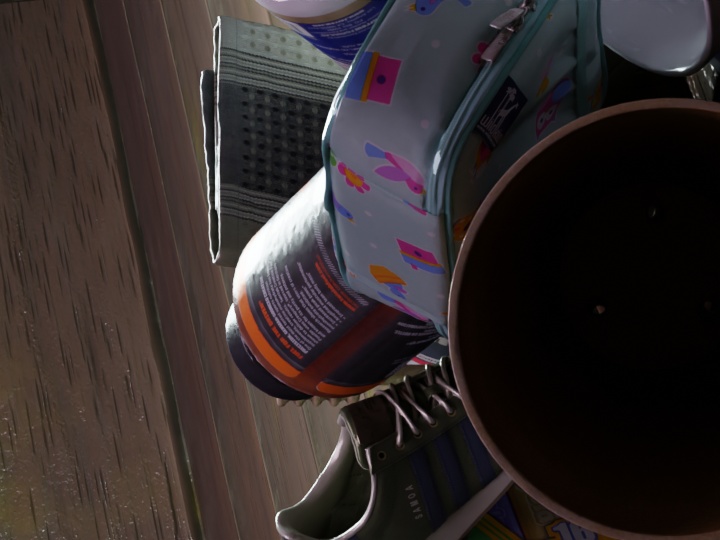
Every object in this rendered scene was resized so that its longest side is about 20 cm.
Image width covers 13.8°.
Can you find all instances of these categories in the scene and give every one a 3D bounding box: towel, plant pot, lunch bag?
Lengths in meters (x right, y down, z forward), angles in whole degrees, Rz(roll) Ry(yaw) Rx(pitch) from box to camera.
[{"bbox_3d":[-0.004,-0.061,1.829,0.035,0.199,0.193,125,151,-49],"label":"towel"},{"bbox_3d":[0.136,0.012,1.328,0.200,0.185,0.187,-54,-41,-83],"label":"plant pot"},{"bbox_3d":[0.054,-0.073,1.349,0.161,0.077,0.200,-54,-17,-21],"label":"lunch bag"}]

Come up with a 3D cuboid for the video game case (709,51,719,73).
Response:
[{"bbox_3d":[0.162,-0.179,1.421,0.200,0.018,0.144,-120,26,-65],"label":"video game case"}]

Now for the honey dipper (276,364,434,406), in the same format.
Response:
[{"bbox_3d":[0.052,0.058,1.673,0.038,0.199,0.038,179,90,-87],"label":"honey dipper"}]

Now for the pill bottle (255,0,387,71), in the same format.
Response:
[{"bbox_3d":[0.013,-0.175,1.766,0.200,0.115,0.116,32,-138,-59],"label":"pill bottle"}]

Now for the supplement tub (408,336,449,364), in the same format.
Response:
[{"bbox_3d":[0.069,-0.029,1.679,0.200,0.140,0.141,118,144,-71],"label":"supplement tub"}]

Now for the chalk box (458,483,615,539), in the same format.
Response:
[{"bbox_3d":[0.099,0.143,1.689,0.200,0.123,0.125,-108,15,-51],"label":"chalk box"}]

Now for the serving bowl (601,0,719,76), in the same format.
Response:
[{"bbox_3d":[0.114,-0.187,1.331,0.200,0.066,0.200,49,166,16],"label":"serving bowl"}]

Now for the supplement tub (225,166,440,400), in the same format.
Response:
[{"bbox_3d":[0.000,0.000,1.538,0.200,0.107,0.107,-41,54,53],"label":"supplement tub"}]

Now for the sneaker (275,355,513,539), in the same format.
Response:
[{"bbox_3d":[0.032,0.089,1.576,0.200,0.090,0.067,-54,31,17],"label":"sneaker"}]

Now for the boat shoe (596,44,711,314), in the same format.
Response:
[{"bbox_3d":[0.144,-0.056,1.485,0.065,0.073,0.201,-75,-18,-59],"label":"boat shoe"}]
